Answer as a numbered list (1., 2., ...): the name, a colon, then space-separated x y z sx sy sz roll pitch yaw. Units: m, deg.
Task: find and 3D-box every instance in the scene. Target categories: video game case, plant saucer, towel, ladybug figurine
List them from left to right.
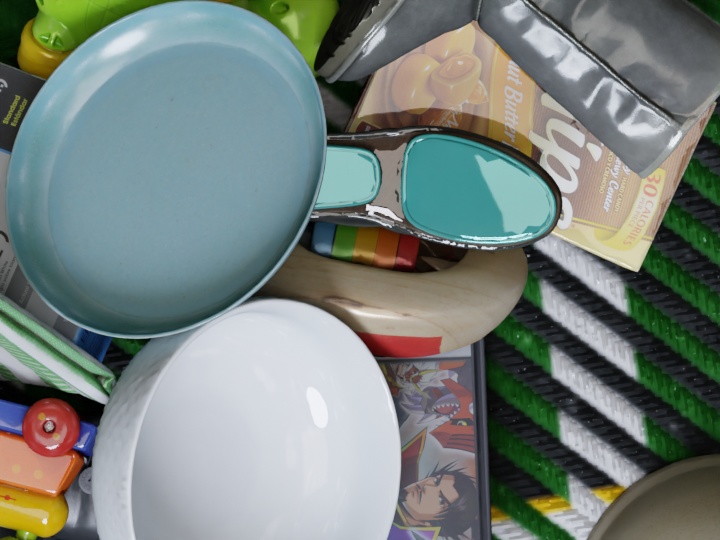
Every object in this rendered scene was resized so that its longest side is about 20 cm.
1. towel: -0.241 0.033 1.468 0.152 0.199 0.024 36 69 -35
2. plant saucer: -0.106 -0.054 1.421 0.198 0.027 0.202 -8 67 20
3. video game case: -0.011 0.123 1.537 0.179 0.026 0.202 2 73 -10
4. ladybug figurine: 0.000 0.000 1.529 0.198 0.136 0.072 13 128 4

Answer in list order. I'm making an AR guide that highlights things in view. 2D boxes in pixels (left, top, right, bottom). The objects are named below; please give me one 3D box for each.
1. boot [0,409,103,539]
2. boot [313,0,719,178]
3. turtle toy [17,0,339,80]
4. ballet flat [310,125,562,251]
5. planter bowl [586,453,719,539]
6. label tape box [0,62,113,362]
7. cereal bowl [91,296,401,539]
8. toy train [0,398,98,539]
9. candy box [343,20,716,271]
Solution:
1. boot: -0.153 0.166 1.560 0.198 0.066 0.166 6 81 -4
2. boot: 0.098 -0.125 1.481 0.200 0.073 0.182 40 107 -20
3. turtle toy: -0.106 -0.163 1.507 0.199 0.101 0.146 24 130 -4
4. ballet flat: 0.021 -0.056 1.491 0.198 0.068 0.069 9 98 3
5. planter bowl: 0.233 0.225 1.552 0.198 0.135 0.202 0 99 -1
6. label tape box: -0.220 -0.044 1.501 0.199 0.066 0.144 21 77 12
7. cereal bowl: -0.076 0.114 1.451 0.199 0.083 0.202 -3 94 -40
8. toy train: -0.186 0.136 1.495 0.198 0.085 0.117 14 82 1
9. candy box: 0.102 -0.094 1.546 0.199 0.055 0.116 24 98 -3
